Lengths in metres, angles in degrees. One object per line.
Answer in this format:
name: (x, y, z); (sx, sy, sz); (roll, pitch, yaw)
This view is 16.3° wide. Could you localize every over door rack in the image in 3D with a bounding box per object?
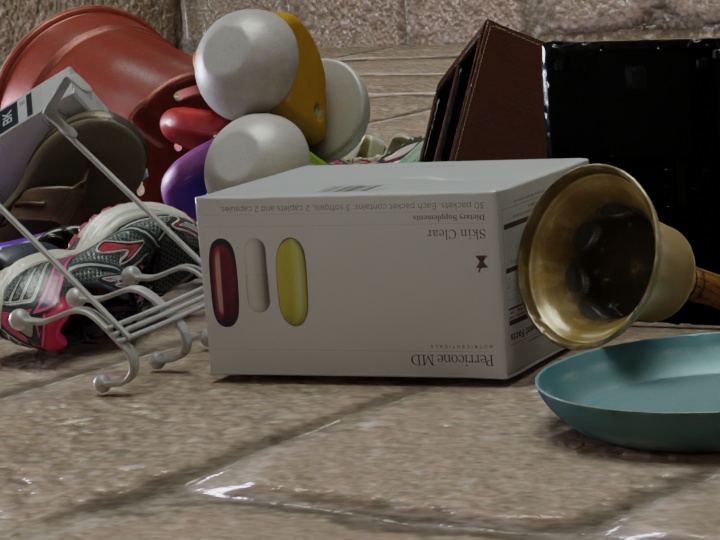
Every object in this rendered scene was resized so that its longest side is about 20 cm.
over door rack: (-0.176, -0.020, 1.567); (0.067, 0.201, 0.148); (-39, -7, 26)

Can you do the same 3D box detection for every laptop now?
laptop: (0.226, -0.061, 1.575); (0.199, 0.179, 0.103); (2, 10, 34)

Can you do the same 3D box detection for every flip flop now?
flip flop: (-0.228, -0.034, 1.795); (0.200, 0.081, 0.058); (-40, 32, 15)

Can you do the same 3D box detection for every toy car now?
toy car: (-0.081, -0.086, 1.864); (0.149, 0.202, 0.175); (-16, -23, 23)

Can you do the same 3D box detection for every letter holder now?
letter holder: (0.145, -0.057, 1.724); (0.199, 0.143, 0.101); (20, -26, -11)

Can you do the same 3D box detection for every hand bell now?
hand bell: (0.196, 0.007, 1.461); (0.199, 0.105, 0.104); (12, -5, -43)

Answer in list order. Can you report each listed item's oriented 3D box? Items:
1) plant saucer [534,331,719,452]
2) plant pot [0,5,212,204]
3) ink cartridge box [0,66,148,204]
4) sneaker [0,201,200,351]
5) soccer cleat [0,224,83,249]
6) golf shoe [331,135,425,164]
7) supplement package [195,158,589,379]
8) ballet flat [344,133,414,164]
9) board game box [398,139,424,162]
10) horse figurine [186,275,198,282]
plant saucer: (0.190, 0.063, 1.298); (0.198, 0.028, 0.200); (-5, 8, 1)
plant pot: (-0.183, -0.110, 2.119); (0.200, 0.203, 0.195); (-11, 19, -33)
ink cartridge box: (-0.263, -0.060, 1.835); (0.199, 0.100, 0.039); (-30, 40, 13)
sneaker: (-0.169, 0.013, 1.676); (0.074, 0.081, 0.199); (21, 29, 31)
soccer cleat: (-0.237, 0.007, 1.766); (0.198, 0.069, 0.073); (-8, 3, -12)
golf shoe: (0.018, -0.057, 2.058); (0.198, 0.078, 0.088); (-6, 27, 16)
supplement package: (0.024, -0.003, 1.525); (0.198, 0.112, 0.156); (-1, 9, 26)
ballet flat: (0.020, -0.086, 2.183); (0.075, 0.064, 0.199); (20, -10, -39)
board game box: (0.080, -0.081, 1.950); (0.200, 0.029, 0.134); (-42, 23, -27)
horse figurine: (-0.200, -0.009, 1.885); (0.199, 0.050, 0.132); (5, 9, 29)
